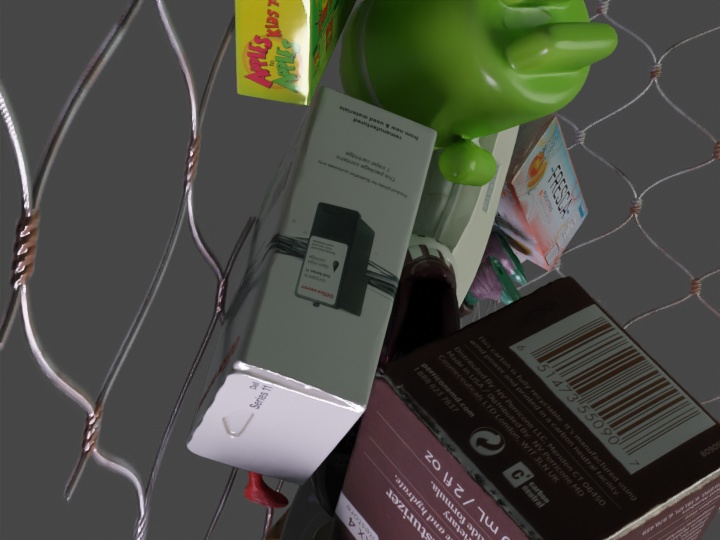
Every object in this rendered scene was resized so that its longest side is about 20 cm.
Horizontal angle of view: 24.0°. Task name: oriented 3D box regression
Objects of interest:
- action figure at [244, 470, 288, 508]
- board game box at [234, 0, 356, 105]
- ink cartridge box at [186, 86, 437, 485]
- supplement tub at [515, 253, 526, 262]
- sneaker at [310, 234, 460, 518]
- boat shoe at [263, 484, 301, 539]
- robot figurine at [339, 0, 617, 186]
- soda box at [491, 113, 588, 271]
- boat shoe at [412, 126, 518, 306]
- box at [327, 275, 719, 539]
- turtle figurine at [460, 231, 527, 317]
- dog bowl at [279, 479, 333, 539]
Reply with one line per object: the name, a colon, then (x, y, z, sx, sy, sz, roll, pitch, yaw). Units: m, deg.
action figure: (-0.033, 0.080, 1.193, 0.065, 0.099, 0.201, -69, 163, -51)
board game box: (-0.028, -0.203, 1.055, 0.200, 0.047, 0.102, -70, 166, -47)
ink cartridge box: (-0.031, 0.013, 1.043, 0.147, 0.083, 0.201, 125, -17, -60)
supplement tub: (0.085, -0.102, 1.465, 0.200, 0.140, 0.141, 66, 32, -47)
sneaker: (0.015, 0.079, 1.082, 0.116, 0.075, 0.201, -117, -140, -80)
boat shoe: (-0.031, 0.218, 1.376, 0.069, 0.073, 0.200, 81, 27, -47)
robot figurine: (0.068, -0.144, 1.094, 0.115, 0.200, 0.176, -11, 89, -42)
soda box: (0.124, -0.071, 1.320, 0.064, 0.068, 0.200, -56, 158, -9)
boat shoe: (0.053, -0.047, 1.181, 0.072, 0.068, 0.201, 26, 79, -69)
box: (0.100, 0.146, 1.039, 0.164, 0.166, 0.200, -24, 147, -33)
turtle figurine: (0.037, 0.047, 1.364, 0.101, 0.200, 0.150, 47, 21, -28)
dog bowl: (0.008, 0.188, 1.254, 0.200, 0.059, 0.201, -42, 144, -41)
